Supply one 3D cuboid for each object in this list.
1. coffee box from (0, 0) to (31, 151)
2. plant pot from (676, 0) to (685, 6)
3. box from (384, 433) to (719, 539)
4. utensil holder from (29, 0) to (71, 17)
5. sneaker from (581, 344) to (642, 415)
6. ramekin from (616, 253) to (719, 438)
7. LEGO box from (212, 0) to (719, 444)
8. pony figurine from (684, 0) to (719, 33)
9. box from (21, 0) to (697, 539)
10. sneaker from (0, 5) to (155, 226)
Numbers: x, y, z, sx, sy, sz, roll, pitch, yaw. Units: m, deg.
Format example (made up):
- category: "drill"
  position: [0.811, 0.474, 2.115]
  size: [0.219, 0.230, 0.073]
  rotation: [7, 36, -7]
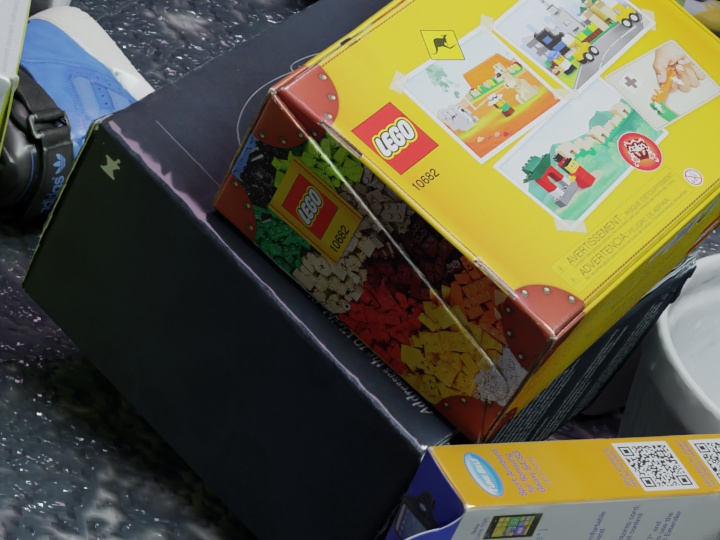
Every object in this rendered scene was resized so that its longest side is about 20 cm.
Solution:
- category: "coffee box"
  position: [-0.250, -0.072, 1.210]
  size: [0.197, 0.200, 0.200]
  rotation: [16, 31, -10]
- category: "plant pot"
  position: [0.055, -0.197, 1.642]
  size: [0.200, 0.201, 0.190]
  rotation: [-8, 28, -40]
- category: "box"
  position: [0.077, 0.123, 1.183]
  size: [0.199, 0.119, 0.042]
  rotation: [2, 38, -31]
- category: "utensil holder"
  position: [-0.230, -0.232, 1.510]
  size: [0.199, 0.170, 0.170]
  rotation: [18, 30, -3]
- category: "sneaker"
  position: [0.153, 0.005, 1.465]
  size: [0.200, 0.071, 0.099]
  rotation: [-14, 50, -39]
- category: "ramekin"
  position: [0.210, 0.091, 1.333]
  size: [0.199, 0.105, 0.200]
  rotation: [15, 30, -9]
- category: "LEGO box"
  position: [0.063, -0.047, 1.191]
  size: [0.149, 0.077, 0.200]
  rotation: [42, 48, 11]
- category: "pony figurine"
  position: [0.176, -0.240, 1.819]
  size: [0.200, 0.167, 0.193]
  rotation: [27, 35, -22]
- category: "box"
  position: [0.000, 0.000, 1.258]
  size: [0.200, 0.124, 0.196]
  rotation: [46, 46, 14]
- category: "sneaker"
  position: [-0.119, -0.041, 1.370]
  size: [0.200, 0.077, 0.111]
  rotation: [42, 43, 17]
